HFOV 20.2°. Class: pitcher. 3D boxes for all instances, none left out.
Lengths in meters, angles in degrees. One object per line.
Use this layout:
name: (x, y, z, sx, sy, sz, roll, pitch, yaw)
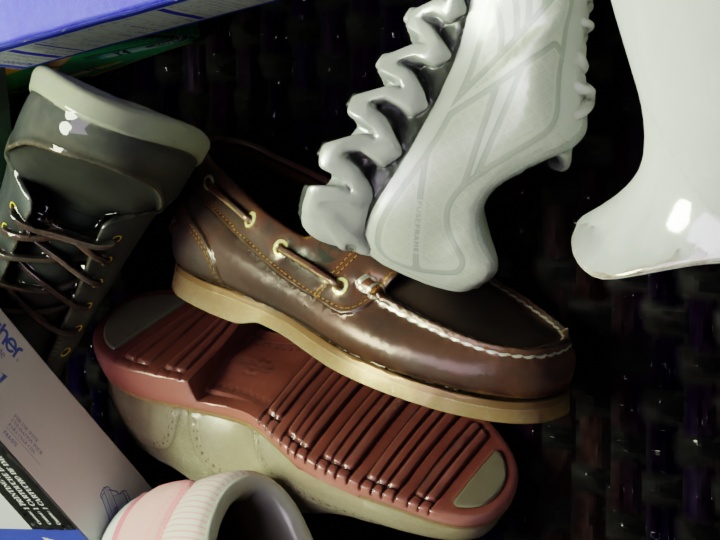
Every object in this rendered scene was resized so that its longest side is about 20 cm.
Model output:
pitcher: (0.157, -0.090, 0.644, 0.170, 0.121, 0.201, 9, 112, 16)

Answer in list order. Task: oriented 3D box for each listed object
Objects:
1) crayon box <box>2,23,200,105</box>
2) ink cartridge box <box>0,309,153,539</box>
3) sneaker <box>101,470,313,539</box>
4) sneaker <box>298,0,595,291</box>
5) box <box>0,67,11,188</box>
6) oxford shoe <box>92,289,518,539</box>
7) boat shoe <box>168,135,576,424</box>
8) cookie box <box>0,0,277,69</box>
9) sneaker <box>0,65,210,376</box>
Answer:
crayon box: (-0.171, -0.139, 0.916, 0.199, 0.058, 0.120, -12, 87, 38)
ink cartridge box: (-0.148, 0.086, 0.858, 0.094, 0.044, 0.200, -4, 134, 37)
sneaker: (-0.065, 0.168, 0.771, 0.104, 0.075, 0.201, -29, 47, 47)
sneaker: (0.056, -0.086, 0.733, 0.081, 0.075, 0.201, 29, 96, 7)
box: (-0.220, -0.037, 0.923, 0.144, 0.036, 0.201, 19, 130, 24)
oxford shoe: (-0.021, 0.070, 0.832, 0.199, 0.070, 0.075, 23, 136, 31)
boat shoe: (0.000, 0.000, 0.791, 0.199, 0.070, 0.071, 21, 109, 34)
cookie box: (-0.077, -0.184, 0.786, 0.199, 0.075, 0.172, -13, 87, 14)
sneaker: (-0.116, -0.012, 0.812, 0.074, 0.200, 0.107, 22, 81, -7)
